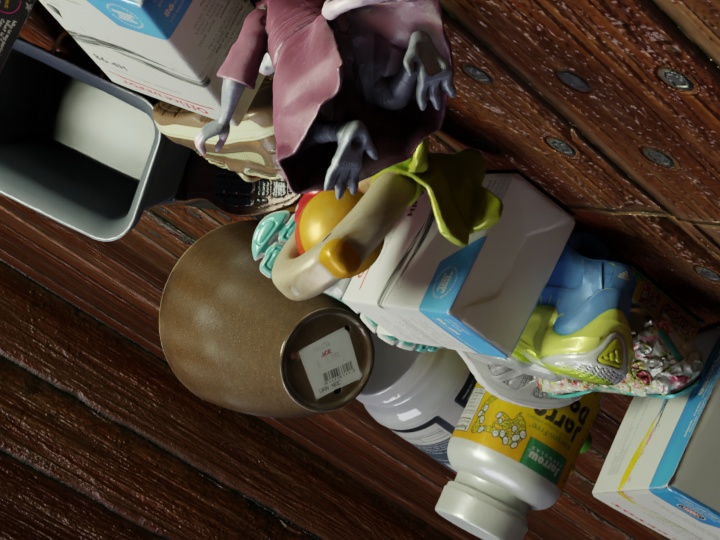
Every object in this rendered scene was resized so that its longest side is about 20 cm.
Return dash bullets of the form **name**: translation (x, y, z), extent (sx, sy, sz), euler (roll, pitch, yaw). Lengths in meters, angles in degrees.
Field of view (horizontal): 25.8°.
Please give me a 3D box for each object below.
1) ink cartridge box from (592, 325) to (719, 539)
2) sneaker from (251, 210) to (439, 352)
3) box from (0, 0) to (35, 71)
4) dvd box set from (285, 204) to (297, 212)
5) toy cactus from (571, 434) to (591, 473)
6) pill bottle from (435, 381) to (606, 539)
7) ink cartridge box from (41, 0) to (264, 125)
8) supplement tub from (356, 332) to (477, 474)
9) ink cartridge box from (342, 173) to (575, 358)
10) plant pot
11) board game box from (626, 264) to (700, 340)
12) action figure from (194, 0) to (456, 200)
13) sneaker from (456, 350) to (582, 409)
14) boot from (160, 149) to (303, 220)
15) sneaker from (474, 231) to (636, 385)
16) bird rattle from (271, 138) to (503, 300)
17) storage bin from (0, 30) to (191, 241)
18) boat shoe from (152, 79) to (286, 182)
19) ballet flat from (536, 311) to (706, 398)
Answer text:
- **ink cartridge box**: translation (0.294, 0.142, 1.210), extent (0.146, 0.146, 0.200), euler (29, 168, -3)
- **sneaker**: translation (0.000, 0.000, 1.364), extent (0.199, 0.078, 0.091), euler (31, -171, -9)
- **box**: translation (-0.348, -0.208, 1.233), extent (0.114, 0.133, 0.199), euler (31, 169, -34)
- **dvd box set**: translation (0.031, -0.013, 1.439), extent (0.199, 0.030, 0.146), euler (18, 165, 41)
- **toy cactus**: translation (0.160, 0.160, 1.760), extent (0.199, 0.102, 0.165), euler (28, 162, 49)
- **pill bottle**: translation (0.146, 0.145, 1.422), extent (0.112, 0.202, 0.113), euler (26, 168, 6)
- **ink cartridge box**: translation (-0.132, -0.165, 1.043), extent (0.115, 0.067, 0.200), euler (21, 166, 26)
- **supplement tub**: translation (0.087, 0.114, 1.577), extent (0.199, 0.142, 0.140), euler (37, 165, -35)
- **ink cartridge box**: translation (0.060, -0.007, 1.187), extent (0.066, 0.117, 0.199), euler (33, 167, -26)
- **plant pot**: translation (-0.068, 0.061, 1.456), extent (0.186, 0.188, 0.200), euler (34, 175, -27)
- **board game box**: translation (0.171, 0.016, 1.263), extent (0.095, 0.030, 0.199), euler (36, 169, -33)
- **action figure**: translation (-0.032, -0.129, 0.926), extent (0.200, 0.132, 0.150), euler (-126, 25, -52)
- **sneaker**: translation (0.125, 0.062, 1.310), extent (0.199, 0.075, 0.082), euler (33, 167, -31)
- **boot**: translation (-0.103, -0.084, 1.417), extent (0.198, 0.076, 0.096), euler (6, -178, 38)
- **sneaker**: translation (0.148, 0.027, 1.174), extent (0.075, 0.106, 0.199), euler (20, 174, -26)
- **bird rattle**: translation (-0.008, -0.047, 1.108), extent (0.113, 0.163, 0.199), euler (52, 150, -20)
- **storage bin**: translation (-0.237, -0.131, 1.349), extent (0.198, 0.147, 0.134), euler (25, -165, 13)
- **boat shoe**: translation (-0.095, -0.100, 1.188), extent (0.202, 0.074, 0.075), euler (19, 140, 61)
- **ballet flat**: translation (0.193, 0.060, 1.212), extent (0.064, 0.075, 0.199), euler (61, 155, -10)
